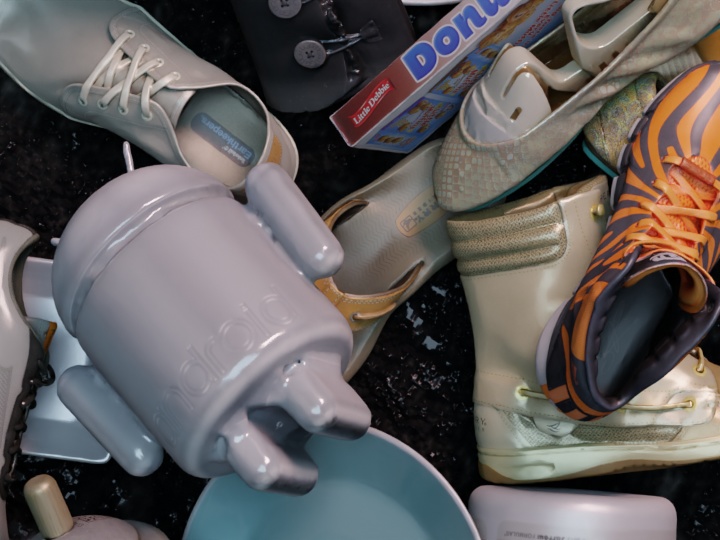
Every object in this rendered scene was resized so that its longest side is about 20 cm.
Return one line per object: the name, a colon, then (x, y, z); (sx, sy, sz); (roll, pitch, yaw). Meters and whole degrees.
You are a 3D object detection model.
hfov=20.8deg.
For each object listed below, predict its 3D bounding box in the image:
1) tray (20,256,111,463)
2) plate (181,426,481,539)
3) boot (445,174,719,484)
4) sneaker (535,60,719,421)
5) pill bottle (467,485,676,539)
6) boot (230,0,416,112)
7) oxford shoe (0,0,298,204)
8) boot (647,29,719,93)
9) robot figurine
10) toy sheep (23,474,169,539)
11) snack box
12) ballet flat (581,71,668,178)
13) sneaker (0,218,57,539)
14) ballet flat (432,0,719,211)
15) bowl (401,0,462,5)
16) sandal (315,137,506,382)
tray: (-0.228, 0.041, 1.084); (0.198, 0.022, 0.108); (7, 87, 0)
plate: (-0.012, 0.179, 1.042); (0.199, 0.026, 0.202); (-1, 87, 30)
boot: (0.151, 0.025, 1.054); (0.198, 0.073, 0.157); (-9, 95, 5)
sneaker: (0.158, -0.015, 0.966); (0.077, 0.112, 0.201); (24, 84, -5)
pill bottle: (0.106, 0.217, 1.027); (0.111, 0.112, 0.202); (4, 86, 0)
boot: (-0.073, -0.169, 1.036); (0.163, 0.201, 0.066); (-9, 47, 20)
oxford shoe: (-0.121, -0.103, 1.077); (0.199, 0.058, 0.076); (32, 89, 4)
boot: (0.196, -0.188, 1.074); (0.143, 0.071, 0.203); (-16, 98, 6)
robot figurine: (-0.082, 0.025, 1.010); (0.170, 0.113, 0.200); (-46, 68, 4)
toy sheep: (-0.135, 0.198, 1.014); (0.137, 0.138, 0.201); (-16, 113, -1)
snack box: (0.075, -0.132, 1.034); (0.200, 0.072, 0.024); (-40, 74, 22)
ballet flat: (0.209, -0.033, 1.056); (0.200, 0.071, 0.071); (39, 87, -4)
sneaker: (-0.197, 0.067, 1.036); (0.079, 0.074, 0.202); (-5, 86, -6)
ballet flat: (0.106, -0.111, 1.030); (0.200, 0.062, 0.068); (-39, 44, 8)
bowl: (-0.010, -0.244, 1.041); (0.198, 0.201, 0.075); (7, 43, 3)
sandal: (0.000, 0.000, 1.071); (0.200, 0.054, 0.080); (-43, 87, -3)
